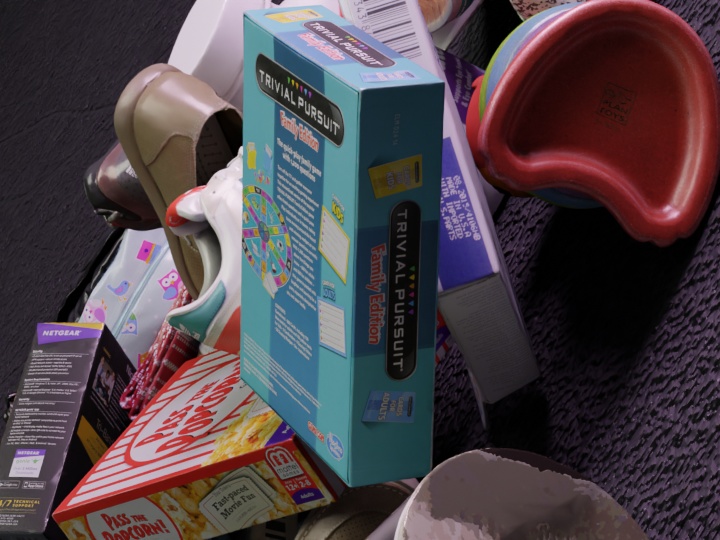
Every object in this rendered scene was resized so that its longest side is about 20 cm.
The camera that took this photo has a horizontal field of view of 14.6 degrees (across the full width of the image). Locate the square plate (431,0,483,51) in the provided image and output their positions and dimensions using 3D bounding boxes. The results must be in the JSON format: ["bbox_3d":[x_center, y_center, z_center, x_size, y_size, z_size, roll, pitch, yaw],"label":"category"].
[{"bbox_3d":[0.102,-0.258,1.790,0.200,0.028,0.198,-56,11,34],"label":"square plate"}]

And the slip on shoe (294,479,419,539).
[{"bbox_3d":[-0.019,0.196,1.508,0.200,0.076,0.061,-60,12,21],"label":"slip on shoe"}]

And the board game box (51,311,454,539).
[{"bbox_3d":[-0.059,0.088,1.566,0.200,0.046,0.152,-21,21,41],"label":"board game box"}]

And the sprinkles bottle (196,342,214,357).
[{"bbox_3d":[-0.067,0.036,1.825,0.068,0.068,0.200,-134,60,-71],"label":"sprinkles bottle"}]

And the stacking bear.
[{"bbox_3d":[0.108,-0.081,1.471,0.200,0.121,0.114,-177,108,-79],"label":"stacking bear"}]

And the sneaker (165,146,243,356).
[{"bbox_3d":[-0.054,-0.048,1.530,0.070,0.093,0.200,125,155,-73],"label":"sneaker"}]

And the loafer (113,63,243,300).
[{"bbox_3d":[-0.073,-0.029,1.611,0.076,0.200,0.067,-46,36,-18],"label":"loafer"}]

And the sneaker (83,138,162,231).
[{"bbox_3d":[-0.125,-0.059,1.726,0.200,0.082,0.077,27,-133,-80],"label":"sneaker"}]

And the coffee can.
[{"bbox_3d":[0.031,0.191,1.260,0.200,0.146,0.147,-47,25,43],"label":"coffee can"}]

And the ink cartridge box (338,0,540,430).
[{"bbox_3d":[0.044,-0.039,1.474,0.200,0.041,0.200,66,-173,-66],"label":"ink cartridge box"}]

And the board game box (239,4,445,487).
[{"bbox_3d":[-0.011,-0.015,1.389,0.151,0.047,0.200,-141,48,-59],"label":"board game box"}]

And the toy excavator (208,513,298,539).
[{"bbox_3d":[-0.061,0.171,1.601,0.100,0.194,0.200,-122,31,-69],"label":"toy excavator"}]

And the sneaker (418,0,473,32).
[{"bbox_3d":[0.038,-0.193,1.686,0.080,0.071,0.200,-33,17,-11],"label":"sneaker"}]

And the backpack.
[{"bbox_3d":[-0.151,0.043,1.985,0.200,0.126,0.167,-60,2,21],"label":"backpack"}]

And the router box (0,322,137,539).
[{"bbox_3d":[-0.172,0.152,1.844,0.052,0.200,0.157,-1,55,21],"label":"router box"}]

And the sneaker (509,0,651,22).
[{"bbox_3d":[0.107,-0.175,1.613,0.077,0.089,0.200,-60,16,12],"label":"sneaker"}]

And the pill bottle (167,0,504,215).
[{"bbox_3d":[-0.010,-0.098,1.666,0.111,0.200,0.112,-54,22,32],"label":"pill bottle"}]

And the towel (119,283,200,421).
[{"bbox_3d":[-0.088,0.023,1.881,0.200,0.022,0.145,-65,-24,-6],"label":"towel"}]
